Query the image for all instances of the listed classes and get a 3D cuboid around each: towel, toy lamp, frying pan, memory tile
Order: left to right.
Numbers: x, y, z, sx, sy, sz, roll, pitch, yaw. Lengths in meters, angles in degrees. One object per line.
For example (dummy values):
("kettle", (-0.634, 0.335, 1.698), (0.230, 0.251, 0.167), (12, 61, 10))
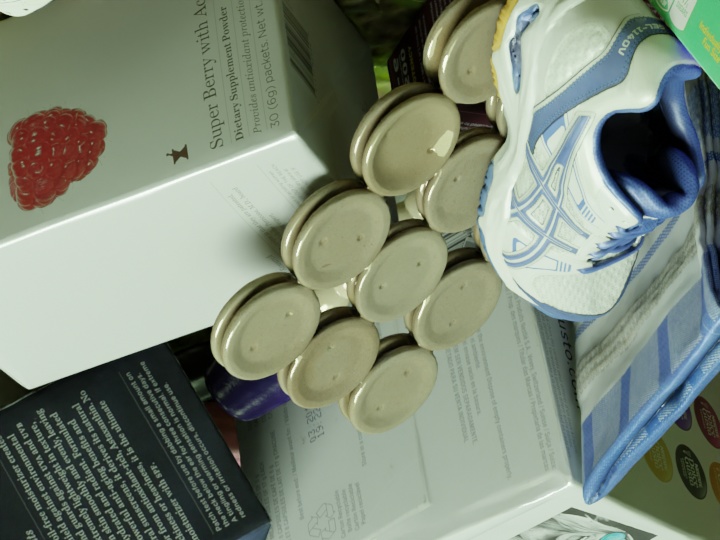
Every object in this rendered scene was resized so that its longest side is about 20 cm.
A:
("frying pan", (-0.138, 0.080, 1.236), (0.189, 0.031, 0.115), (-21, 171, -25))
("toy lamp", (0.000, 0.000, 1.114), (0.200, 0.058, 0.058), (-42, 139, 19))
("memory tile", (0.030, -0.021, 0.968), (0.200, 0.017, 0.153), (-52, 144, 9))
("towel", (0.131, -0.011, 1.034), (0.024, 0.201, 0.147), (16, 137, -16))

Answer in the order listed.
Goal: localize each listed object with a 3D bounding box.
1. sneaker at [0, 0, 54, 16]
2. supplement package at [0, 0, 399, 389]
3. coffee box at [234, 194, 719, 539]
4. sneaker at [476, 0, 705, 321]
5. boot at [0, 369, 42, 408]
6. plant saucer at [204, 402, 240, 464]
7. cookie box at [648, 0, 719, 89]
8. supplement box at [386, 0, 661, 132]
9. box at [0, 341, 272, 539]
("sneaker", (-0.162, -0.131, 0.888), (0.198, 0.076, 0.088), (-7, 150, -3))
("supplement package", (-0.099, -0.048, 0.998), (0.198, 0.122, 0.120), (-20, 148, 17))
("coffee box", (0.070, 0.085, 1.191), (0.199, 0.201, 0.197), (-29, 144, 30))
("sneaker", (0.101, -0.034, 0.938), (0.075, 0.088, 0.201), (-33, 144, -18))
("boot", (-0.154, 0.025, 1.160), (0.198, 0.073, 0.155), (0, 149, -6))
("plant saucer", (-0.108, 0.138, 1.383), (0.198, 0.051, 0.201), (-6, 150, -3))
("cookie box", (0.198, -0.147, 0.807), (0.075, 0.172, 0.201), (7, 124, -30))
("supplement box", (0.100, -0.122, 0.988), (0.108, 0.061, 0.200), (5, 146, -24))
("box", (-0.164, 0.156, 1.112), (0.197, 0.124, 0.200), (-27, 161, -19))
